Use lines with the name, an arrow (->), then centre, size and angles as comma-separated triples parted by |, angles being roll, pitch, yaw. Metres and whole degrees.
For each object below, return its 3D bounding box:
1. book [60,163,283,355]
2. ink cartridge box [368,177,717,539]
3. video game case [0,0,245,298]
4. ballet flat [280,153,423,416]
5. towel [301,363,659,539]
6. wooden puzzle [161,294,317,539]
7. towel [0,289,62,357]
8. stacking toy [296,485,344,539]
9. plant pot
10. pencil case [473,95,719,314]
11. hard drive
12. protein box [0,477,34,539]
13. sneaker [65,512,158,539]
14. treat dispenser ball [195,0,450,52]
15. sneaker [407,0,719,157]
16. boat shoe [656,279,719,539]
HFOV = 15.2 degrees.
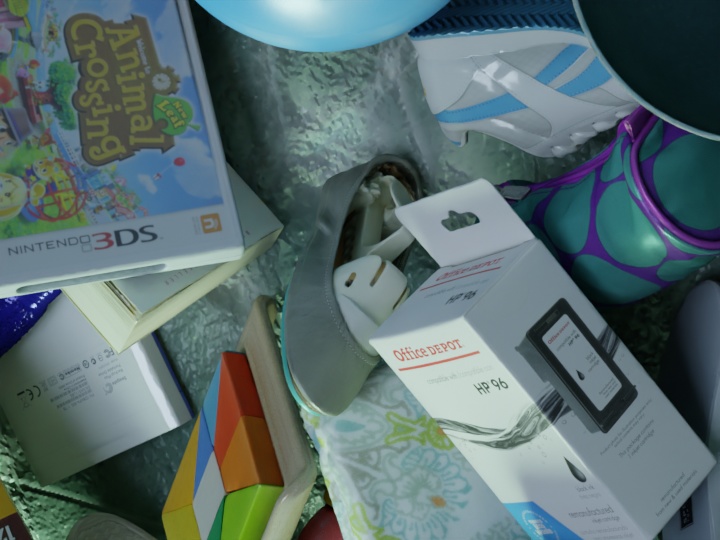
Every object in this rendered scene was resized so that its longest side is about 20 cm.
book -> -0.158, -0.063, 1.630 | 0.200, 0.133, 0.048 | 47, 141, 10
ink cartridge box -> 0.084, 0.054, 1.444 | 0.200, 0.068, 0.116 | 51, 155, -11
video game case -> -0.176, -0.086, 1.580 | 0.022, 0.181, 0.201 | 109, 149, -65
ballet flat -> 0.000, 0.000, 1.520 | 0.064, 0.200, 0.067 | -28, 118, 26
towel -> 0.076, 0.137, 1.532 | 0.048, 0.171, 0.201 | 180, 70, -73
wooden puzzle -> -0.080, 0.139, 1.619 | 0.037, 0.200, 0.186 | 12, 120, -16
towel -> -0.247, -0.028, 1.715 | 0.200, 0.049, 0.148 | -42, 81, 34
stacking toy -> 0.021, 0.153, 1.607 | 0.146, 0.146, 0.201 | 17, 97, 27
plant pot -> 0.216, -0.158, 1.347 | 0.199, 0.135, 0.201 | 0, 89, 20
pencil case -> 0.131, -0.028, 1.440 | 0.092, 0.085, 0.200 | 47, 152, -8
hard drive -> -0.201, 0.028, 1.750 | 0.132, 0.025, 0.201 | -25, 91, 35
protein box -> -0.298, 0.169, 1.713 | 0.200, 0.135, 0.199 | 58, 163, 20
sneaker -> -0.114, 0.247, 1.746 | 0.200, 0.074, 0.118 | 35, 138, 8
treat dispenser ball -> -0.020, -0.218, 1.451 | 0.200, 0.201, 0.202 | 10, 110, 29
sneaker -> 0.125, -0.108, 1.479 | 0.199, 0.077, 0.081 | 3, 121, 34
boat shoe -> 0.207, 0.105, 1.473 | 0.074, 0.068, 0.200 | 139, 136, -56
